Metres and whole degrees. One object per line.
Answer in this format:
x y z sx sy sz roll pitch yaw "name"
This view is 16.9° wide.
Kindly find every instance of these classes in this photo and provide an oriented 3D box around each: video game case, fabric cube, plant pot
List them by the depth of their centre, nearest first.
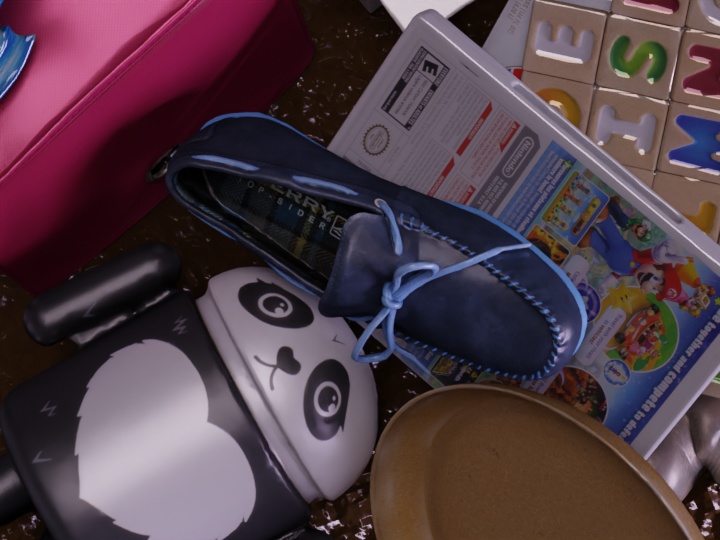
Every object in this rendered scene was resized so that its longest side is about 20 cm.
0.067 -0.001 1.084 0.200 0.018 0.143 41 121 10 "video game case"
0.089 0.134 1.093 0.200 0.200 0.027 47 51 9 "plant pot"
-0.159 -0.132 1.130 0.196 0.199 0.200 -42 81 -4 "fabric cube"

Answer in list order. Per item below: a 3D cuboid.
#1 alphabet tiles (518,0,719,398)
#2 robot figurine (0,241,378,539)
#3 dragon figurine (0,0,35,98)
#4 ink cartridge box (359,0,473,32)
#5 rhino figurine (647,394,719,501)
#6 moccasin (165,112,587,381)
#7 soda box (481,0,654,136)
0.146 -0.040 1.065 0.167 0.008 0.200 13 114 9 "alphabet tiles"
-0.088 0.082 1.127 0.200 0.150 0.125 -29 35 -1 "robot figurine"
-0.172 -0.100 0.996 0.059 0.099 0.200 36 66 10 "dragon figurine"
0.012 -0.212 1.197 0.116 0.068 0.200 -36 79 -2 "ink cartridge box"
0.158 0.076 1.145 0.200 0.060 0.087 -42 85 -7 "rhino figurine"
0.000 0.000 1.068 0.200 0.068 0.081 24 117 19 "moccasin"
0.069 -0.055 1.123 0.064 0.068 0.200 33 115 8 "soda box"
